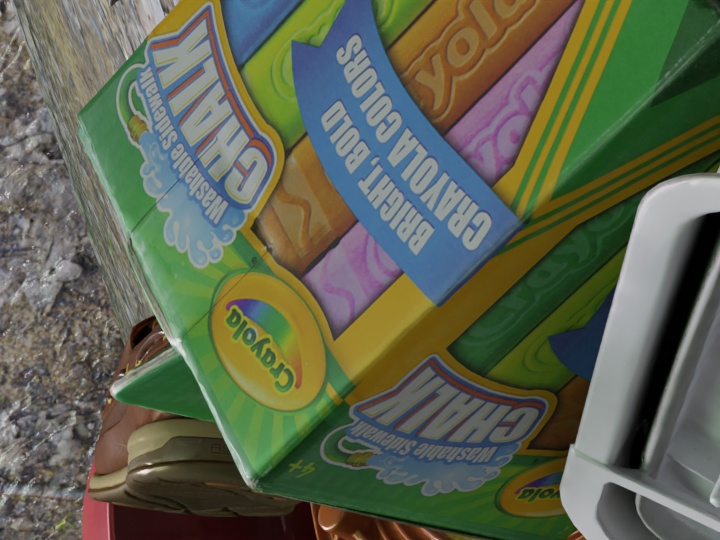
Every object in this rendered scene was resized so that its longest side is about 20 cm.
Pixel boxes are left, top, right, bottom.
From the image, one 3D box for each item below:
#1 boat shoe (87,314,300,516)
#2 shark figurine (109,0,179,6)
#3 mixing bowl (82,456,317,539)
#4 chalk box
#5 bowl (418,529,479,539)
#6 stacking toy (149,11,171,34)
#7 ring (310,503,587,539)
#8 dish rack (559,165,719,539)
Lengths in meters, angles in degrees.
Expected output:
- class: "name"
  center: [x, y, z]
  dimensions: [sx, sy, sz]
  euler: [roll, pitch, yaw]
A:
- class: "boat shoe"
  center: [-0.053, 0.049, 0.777]
  dimensions: [0.200, 0.072, 0.068]
  euler: [139, 137, -76]
- class: "shark figurine"
  center: [-0.094, -0.143, 1.266]
  dimensions: [0.215, 0.089, 0.128]
  euler: [83, 163, -47]
- class: "mixing bowl"
  center: [-0.051, 0.118, 1.027]
  dimensions: [0.108, 0.200, 0.200]
  euler: [-19, 93, 54]
- class: "chalk box"
  center: [0.024, -0.016, 0.550]
  dimensions: [0.125, 0.200, 0.124]
  euler: [16, -143, -47]
- class: "bowl"
  center: [0.070, 0.118, 0.672]
  dimensions: [0.200, 0.108, 0.200]
  euler: [26, 131, 33]
- class: "stacking toy"
  center: [0.000, 0.000, 0.802]
  dimensions: [0.146, 0.146, 0.200]
  euler: [-148, 54, -72]
- class: "ring"
  center: [0.051, 0.016, 0.637]
  dimensions: [0.019, 0.200, 0.200]
  euler: [28, -163, -35]
- class: "dish rack"
  center: [0.132, 0.045, 0.465]
  dimensions: [0.172, 0.044, 0.200]
  euler: [29, 157, 13]
